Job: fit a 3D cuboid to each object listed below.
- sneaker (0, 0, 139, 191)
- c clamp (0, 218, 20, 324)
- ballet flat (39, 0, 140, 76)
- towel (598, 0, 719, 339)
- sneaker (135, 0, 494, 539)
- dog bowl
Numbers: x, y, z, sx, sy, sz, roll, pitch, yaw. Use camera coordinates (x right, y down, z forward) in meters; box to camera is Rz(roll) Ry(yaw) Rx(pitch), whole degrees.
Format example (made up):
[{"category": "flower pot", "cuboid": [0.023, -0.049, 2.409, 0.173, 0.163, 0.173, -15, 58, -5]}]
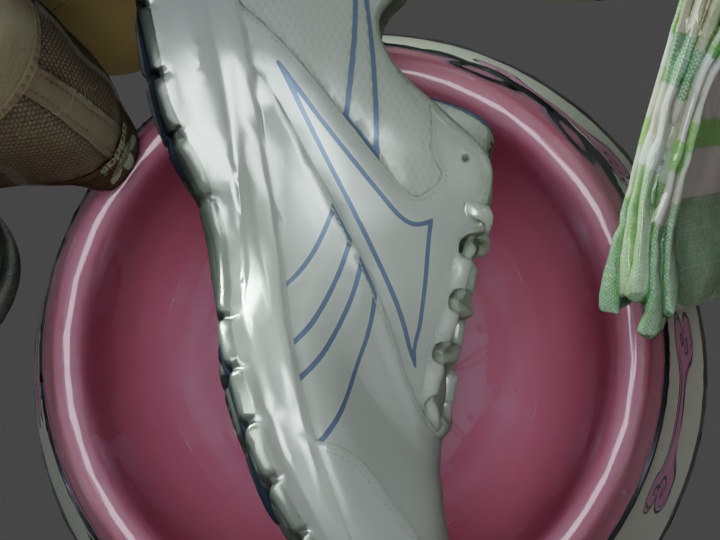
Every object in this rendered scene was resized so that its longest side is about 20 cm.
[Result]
[{"category": "sneaker", "cuboid": [-0.147, -0.051, 0.837, 0.200, 0.076, 0.071, 16, 73, 44]}, {"category": "c clamp", "cuboid": [-0.204, 0.007, 0.826, 0.199, 0.027, 0.171, 18, 43, 21]}, {"category": "ballet flat", "cuboid": [-0.141, -0.110, 0.866, 0.199, 0.063, 0.069, 20, 84, 6]}, {"category": "towel", "cuboid": [0.115, -0.086, 0.774, 0.023, 0.152, 0.201, 18, 101, 17]}, {"category": "sneaker", "cuboid": [0.000, 0.000, 0.767, 0.087, 0.075, 0.201, -14, 83, -2]}, {"category": "dog bowl", "cuboid": [-0.001, 0.026, 0.835, 0.199, 0.074, 0.201, -1, 83, 5]}]
